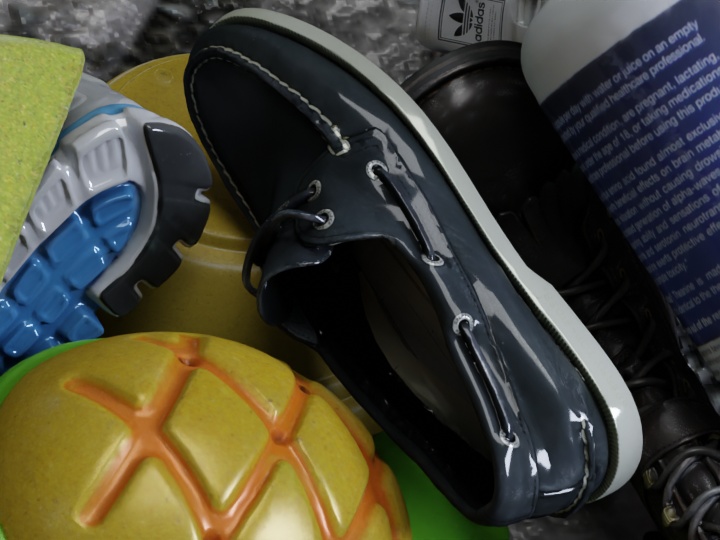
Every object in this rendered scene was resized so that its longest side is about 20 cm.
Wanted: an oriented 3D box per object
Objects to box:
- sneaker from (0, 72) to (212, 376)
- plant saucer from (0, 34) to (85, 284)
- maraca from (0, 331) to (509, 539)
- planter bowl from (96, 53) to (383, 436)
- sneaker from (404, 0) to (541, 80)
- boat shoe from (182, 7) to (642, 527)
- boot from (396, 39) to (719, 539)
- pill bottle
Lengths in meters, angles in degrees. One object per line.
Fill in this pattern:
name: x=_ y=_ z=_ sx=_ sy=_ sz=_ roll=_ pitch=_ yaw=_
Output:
sneaker: x=-0.140 y=0.011 z=0.951 sx=0.200 sy=0.075 sz=0.087 roll=-39 pitch=38 yaw=-4
plant saucer: x=-0.194 y=0.012 z=0.892 sx=0.048 sy=0.199 sz=0.200 roll=50 pitch=35 yaw=-30
maraca: x=-0.032 y=0.084 z=0.919 sx=0.199 sy=0.107 sz=0.138 roll=14 pitch=50 yaw=-30
planter bowl: x=-0.049 y=-0.014 z=1.022 sx=0.199 sy=0.084 sz=0.201 roll=8 pitch=46 yaw=-8
sneaker: x=0.074 y=-0.078 z=1.098 sx=0.114 sy=0.075 sz=0.200 roll=10 pitch=18 yaw=3
boat shoe: x=-0.001 y=0.002 z=0.918 sx=0.066 sy=0.075 sz=0.200 roll=-27 pitch=73 yaw=-38
boot: x=0.089 y=0.032 z=0.958 sx=0.069 sy=0.200 sz=0.174 roll=-34 pitch=48 yaw=6
pill bottle: x=0.119 y=-0.054 z=0.916 sx=0.111 sy=0.111 sz=0.200 roll=-31 pitch=87 yaw=-37
